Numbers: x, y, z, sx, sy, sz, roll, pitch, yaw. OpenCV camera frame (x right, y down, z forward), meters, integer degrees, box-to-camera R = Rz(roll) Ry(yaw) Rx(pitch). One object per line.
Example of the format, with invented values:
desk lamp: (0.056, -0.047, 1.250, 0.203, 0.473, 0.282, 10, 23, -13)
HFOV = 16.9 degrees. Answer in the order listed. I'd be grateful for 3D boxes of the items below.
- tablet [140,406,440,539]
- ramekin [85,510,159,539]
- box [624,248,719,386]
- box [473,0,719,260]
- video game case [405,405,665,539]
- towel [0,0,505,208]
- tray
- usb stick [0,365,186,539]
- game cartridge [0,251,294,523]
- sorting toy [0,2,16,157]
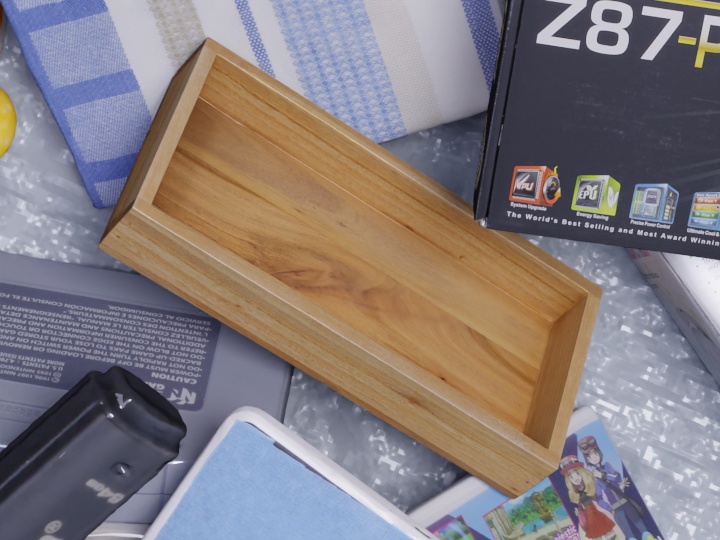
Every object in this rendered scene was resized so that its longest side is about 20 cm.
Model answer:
tablet: (-0.048, 0.165, 0.903, 0.130, 0.014, 0.200, 36, 100, 6)
ramekin: (-0.099, 0.180, 0.981, 0.200, 0.105, 0.201, 0, 88, -1)
box: (0.221, -0.028, 0.998, 0.200, 0.097, 0.177, -36, 88, -2)
box: (0.151, -0.082, 0.898, 0.199, 0.049, 0.162, 9, 114, 0)
video game case: (0.067, 0.174, 0.972, 0.200, 0.023, 0.183, -27, 88, -37)
towel: (-0.041, -0.107, 0.985, 0.200, 0.024, 0.147, -14, 123, 11)
tray: (0.000, 0.000, 0.975, 0.200, 0.037, 0.099, 31, 48, -14)
usb stick: (-0.149, 0.113, 0.900, 0.200, 0.055, 0.033, -42, 46, 7)
game cartridge: (-0.129, 0.044, 0.976, 0.199, 0.133, 0.041, 10, 119, 0)
sorting toy: (-0.225, -0.072, 0.951, 0.200, 0.180, 0.107, -28, 88, -1)
